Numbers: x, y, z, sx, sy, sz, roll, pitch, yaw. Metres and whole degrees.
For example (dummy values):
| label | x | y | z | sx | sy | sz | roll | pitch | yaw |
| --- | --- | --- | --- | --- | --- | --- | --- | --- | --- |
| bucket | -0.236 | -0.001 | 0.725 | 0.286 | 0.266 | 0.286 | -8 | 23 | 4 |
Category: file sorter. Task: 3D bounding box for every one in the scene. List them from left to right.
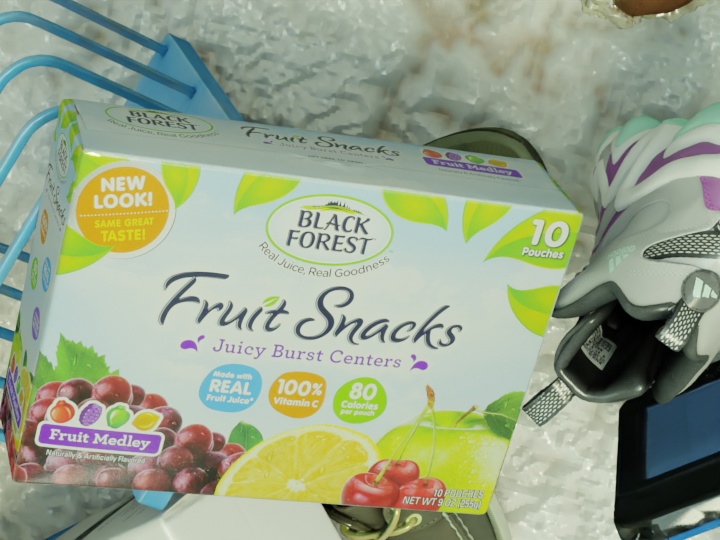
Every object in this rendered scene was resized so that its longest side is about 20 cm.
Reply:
| label | x | y | z | sx | sy | sz | roll | pitch | yaw |
| --- | --- | --- | --- | --- | --- | --- | --- | --- | --- |
| file sorter | -0.128 | -0.022 | 0.881 | 0.122 | 0.200 | 0.139 | 22 | 109 | -34 |

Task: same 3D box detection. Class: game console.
| label | x | y | z | sx | sy | sz | roll | pitch | yaw |
| --- | --- | --- | --- | --- | --- | --- | --- | --- | --- |
| game console | 0.168 | 0.010 | 0.837 | 0.170 | 0.200 | 0.119 | -22 | 96 | 11 |

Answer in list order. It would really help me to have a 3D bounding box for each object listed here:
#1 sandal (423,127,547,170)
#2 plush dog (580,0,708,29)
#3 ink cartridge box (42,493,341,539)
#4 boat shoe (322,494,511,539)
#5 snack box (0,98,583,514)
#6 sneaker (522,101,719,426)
| label | x | y | z | sx | sy | sz | roll | pitch | yaw |
| --- | --- | --- | --- | --- | --- | --- | --- | --- | --- |
| sandal | 0.000 | 0.001 | 0.948 | 0.200 | 0.057 | 0.080 | -25 | 95 | 15 |
| plush dog | 0.075 | -0.218 | 0.851 | 0.170 | 0.200 | 0.161 | 5 | 58 | 10 |
| ink cartridge box | -0.087 | 0.181 | 0.945 | 0.200 | 0.084 | 0.147 | -29 | 93 | 45 |
| boat shoe | 0.000 | 0.091 | 0.939 | 0.072 | 0.060 | 0.202 | -25 | 112 | 31 |
| snack box | -0.029 | 0.018 | 0.789 | 0.199 | 0.053 | 0.143 | 6 | 115 | -21 |
| sneaker | 0.110 | 0.007 | 0.839 | 0.078 | 0.200 | 0.140 | 36 | 81 | -2 |
